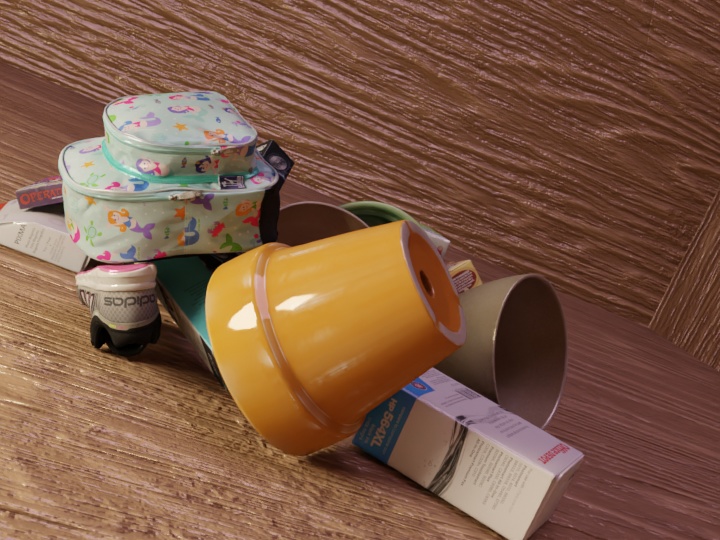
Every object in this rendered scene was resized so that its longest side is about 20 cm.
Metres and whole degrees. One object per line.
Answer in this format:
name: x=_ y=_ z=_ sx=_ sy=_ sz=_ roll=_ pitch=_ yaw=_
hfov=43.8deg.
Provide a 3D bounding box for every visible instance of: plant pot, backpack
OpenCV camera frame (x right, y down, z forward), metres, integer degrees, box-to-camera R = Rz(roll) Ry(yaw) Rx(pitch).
plant pot: x=-0.071 y=0.034 z=1.100 sx=0.200 sy=0.200 sz=0.134 roll=21 pitch=-27 yaw=-19
plant pot: x=-0.010 y=0.046 z=0.832 sx=0.200 sy=0.183 sz=0.200 roll=52 pitch=22 yaw=-32
backpack: x=-0.192 y=-0.089 z=0.882 sx=0.200 sy=0.151 sz=0.178 roll=-14 pitch=34 yaw=-20

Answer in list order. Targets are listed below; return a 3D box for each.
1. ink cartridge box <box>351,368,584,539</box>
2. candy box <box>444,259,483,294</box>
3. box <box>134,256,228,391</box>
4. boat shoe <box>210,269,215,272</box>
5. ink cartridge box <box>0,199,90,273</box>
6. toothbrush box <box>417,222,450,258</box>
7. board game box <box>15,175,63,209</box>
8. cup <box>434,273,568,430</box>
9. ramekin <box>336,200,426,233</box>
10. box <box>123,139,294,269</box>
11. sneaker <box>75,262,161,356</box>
ink cartridge box: x=0.115 y=0.186 z=0.933 sx=0.200 sy=0.084 sz=0.146 roll=29 pitch=10 yaw=23
candy box: x=0.158 y=0.086 z=1.273 sx=0.200 sy=0.055 sz=0.115 roll=63 pitch=-16 yaw=-6
box: x=-0.177 y=0.026 z=0.936 sx=0.200 sy=0.049 sz=0.082 roll=47 pitch=-21 yaw=30
boat shoe: x=-0.211 y=-0.006 z=1.209 sx=0.200 sy=0.072 sz=0.060 roll=0 pitch=40 yaw=-37
ink cartridge box: x=-0.427 y=-0.069 z=1.112 sx=0.200 sy=0.057 sz=0.163 roll=26 pitch=8 yaw=-18
toothbrush box: x=0.062 y=-0.009 z=1.449 sx=0.086 sy=0.146 sz=0.200 roll=22 pitch=6 yaw=-8
board game box: x=-0.318 y=-0.115 z=1.137 sx=0.200 sy=0.032 sz=0.120 roll=-10 pitch=9 yaw=2
cup: x=0.154 y=0.103 z=1.131 sx=0.143 sy=0.200 sz=0.200 roll=0 pitch=-7 yaw=37
ramekin: x=0.000 y=0.000 z=1.238 sx=0.200 sy=0.200 sz=0.098 roll=22 pitch=5 yaw=-11
box: x=-0.187 y=-0.066 z=1.090 sx=0.200 sy=0.160 sz=0.044 roll=-16 pitch=-50 yaw=42
sneaker: x=-0.243 y=0.043 z=0.898 sx=0.074 sy=0.088 sz=0.200 roll=-2 pitch=-4 yaw=-23
